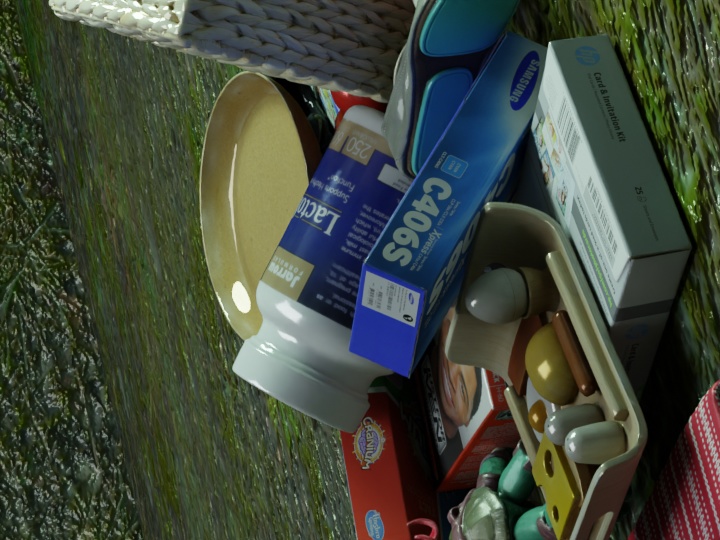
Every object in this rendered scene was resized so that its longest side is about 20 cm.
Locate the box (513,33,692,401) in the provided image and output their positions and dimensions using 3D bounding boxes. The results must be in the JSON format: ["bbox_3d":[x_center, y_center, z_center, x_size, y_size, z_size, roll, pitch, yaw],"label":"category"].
[{"bbox_3d":[0.134,-0.014,1.561,0.200,0.041,0.156,101,157,-53],"label":"box"}]

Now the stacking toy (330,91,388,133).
[{"bbox_3d":[0.010,-0.075,1.899,0.085,0.085,0.200,-114,12,-50],"label":"stacking toy"}]

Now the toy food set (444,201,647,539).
[{"bbox_3d":[0.097,0.079,1.533,0.144,0.060,0.200,103,155,-47],"label":"toy food set"}]

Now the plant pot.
[{"bbox_3d":[-0.067,-0.045,1.940,0.200,0.027,0.200,177,90,-65],"label":"plant pot"}]

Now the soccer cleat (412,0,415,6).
[{"bbox_3d":[0.064,-0.256,1.686,0.076,0.067,0.200,-3,91,48],"label":"soccer cleat"}]

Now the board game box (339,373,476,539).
[{"bbox_3d":[0.033,0.120,1.896,0.153,0.040,0.200,34,-138,-60],"label":"board game box"}]

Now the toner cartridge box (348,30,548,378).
[{"bbox_3d":[0.059,-0.041,1.598,0.200,0.043,0.095,-58,-11,-33],"label":"toner cartridge box"}]

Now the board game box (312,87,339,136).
[{"bbox_3d":[-0.003,-0.086,2.043,0.135,0.029,0.200,-114,8,-48],"label":"board game box"}]

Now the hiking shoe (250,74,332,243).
[{"bbox_3d":[-0.054,-0.069,2.002,0.101,0.076,0.200,87,172,-61],"label":"hiking shoe"}]

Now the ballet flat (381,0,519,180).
[{"bbox_3d":[0.050,-0.143,1.651,0.200,0.067,0.064,106,146,-42],"label":"ballet flat"}]

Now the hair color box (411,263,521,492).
[{"bbox_3d":[0.085,0.072,1.784,0.200,0.061,0.102,114,146,-67],"label":"hair color box"}]

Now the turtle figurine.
[{"bbox_3d":[0.105,0.167,1.686,0.150,0.101,0.200,59,147,25],"label":"turtle figurine"}]

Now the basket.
[{"bbox_3d":[-0.070,-0.215,1.771,0.200,0.198,0.161,17,93,54],"label":"basket"}]

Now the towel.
[{"bbox_3d":[0.192,0.168,1.472,0.200,0.022,0.145,106,155,-58],"label":"towel"}]

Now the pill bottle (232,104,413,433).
[{"bbox_3d":[0.000,0.000,1.795,0.200,0.116,0.116,-63,16,0],"label":"pill bottle"}]
